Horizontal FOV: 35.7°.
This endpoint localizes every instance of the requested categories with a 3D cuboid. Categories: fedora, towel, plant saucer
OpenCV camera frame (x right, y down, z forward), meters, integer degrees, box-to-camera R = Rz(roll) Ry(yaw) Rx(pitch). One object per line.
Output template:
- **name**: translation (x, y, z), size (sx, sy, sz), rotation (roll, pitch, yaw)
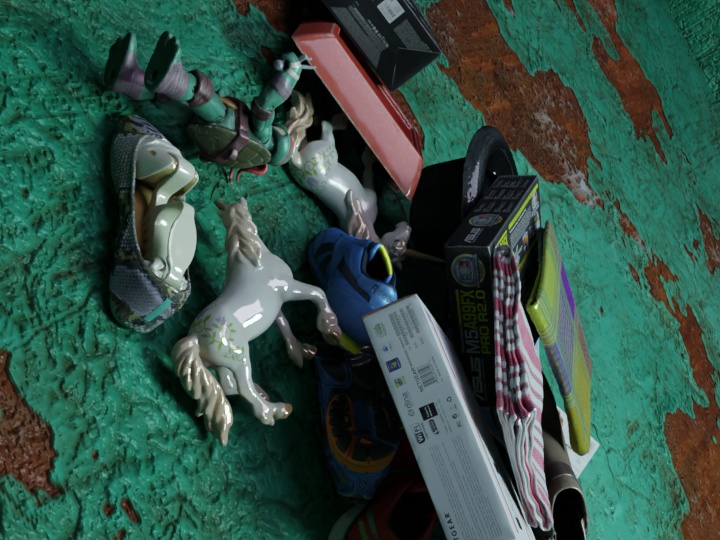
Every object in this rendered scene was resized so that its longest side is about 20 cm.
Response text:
- **fedora**: translation (0.109, -0.055, 1.190), size (0.200, 0.091, 0.203), rotation (2, 90, -67)
- **towel**: translation (0.139, 0.095, 0.939), size (0.201, 0.030, 0.147), rotation (-84, 161, -49)
- **towel**: translation (0.199, 0.070, 1.108), size (0.144, 0.023, 0.201), rotation (-73, 147, -50)
- **plant saucer**: translation (0.006, -0.183, 1.182), size (0.201, 0.037, 0.200), rotation (52, 11, -13)

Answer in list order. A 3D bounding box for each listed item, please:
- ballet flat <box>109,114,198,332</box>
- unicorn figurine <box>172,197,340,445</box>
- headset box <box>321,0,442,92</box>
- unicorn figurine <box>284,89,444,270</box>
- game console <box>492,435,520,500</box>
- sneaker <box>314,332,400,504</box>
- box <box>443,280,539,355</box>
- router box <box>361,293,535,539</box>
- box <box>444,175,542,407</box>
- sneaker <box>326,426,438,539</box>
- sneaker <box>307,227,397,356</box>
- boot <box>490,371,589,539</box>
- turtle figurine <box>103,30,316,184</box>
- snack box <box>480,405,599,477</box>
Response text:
- **ballet flat**: translation (-0.155, -0.049, 0.871), size (0.072, 0.072, 0.202), rotation (29, 43, -42)
- **unicorn figurine**: translation (-0.085, 0.030, 0.893), size (0.138, 0.073, 0.201), rotation (50, 34, -17)
- **headset box**: translation (0.015, -0.306, 1.279), size (0.149, 0.077, 0.200), rotation (50, 12, -20)
- **unicorn figurine**: translation (-0.010, -0.083, 1.128), size (0.199, 0.074, 0.138), rotation (30, 41, -18)
- **game console**: translation (0.124, 0.226, 1.071), size (0.200, 0.031, 0.178), rotation (47, 24, -56)
- **sneaker**: translation (-0.009, 0.119, 0.968), size (0.074, 0.079, 0.201), rotation (8, 32, -4)
- **box**: translation (0.153, 0.057, 1.281), size (0.137, 0.037, 0.201), rotation (43, 35, -29)
- **router box**: translation (0.076, 0.138, 0.898), size (0.180, 0.048, 0.202), rotation (50, 17, -68)
- **box**: translation (0.136, 0.014, 1.080), size (0.200, 0.044, 0.162), rotation (-49, 134, -58)
- **sneaker**: translation (0.045, 0.198, 0.962), size (0.077, 0.084, 0.200), rotation (55, 31, -13)
- **sneaker**: translation (0.000, 0.000, 1.012), size (0.066, 0.078, 0.200), rotation (38, 15, -20)
- **boot**: translation (0.184, 0.189, 1.109), size (0.146, 0.069, 0.202), rotation (-110, -176, -75)
- **turtle figurine**: translation (-0.111, -0.139, 0.951), size (0.199, 0.149, 0.102), rotation (20, 66, -45)
- **snack box**: translation (0.181, 0.166, 1.211), size (0.200, 0.072, 0.024), rotation (41, -8, -31)
